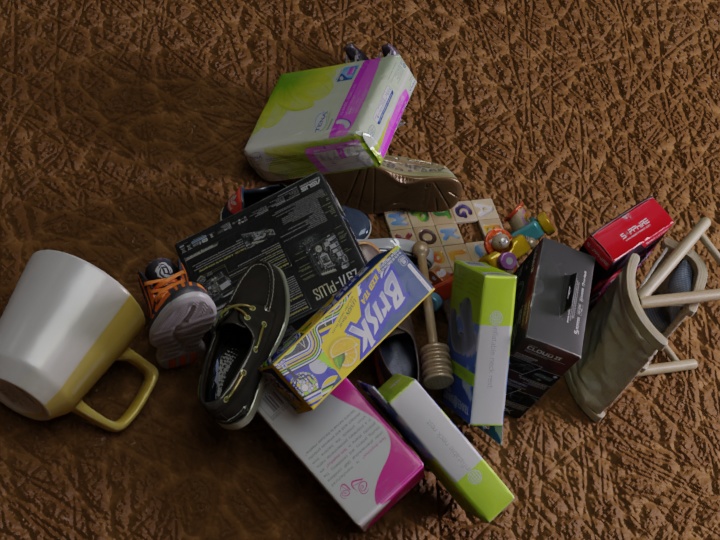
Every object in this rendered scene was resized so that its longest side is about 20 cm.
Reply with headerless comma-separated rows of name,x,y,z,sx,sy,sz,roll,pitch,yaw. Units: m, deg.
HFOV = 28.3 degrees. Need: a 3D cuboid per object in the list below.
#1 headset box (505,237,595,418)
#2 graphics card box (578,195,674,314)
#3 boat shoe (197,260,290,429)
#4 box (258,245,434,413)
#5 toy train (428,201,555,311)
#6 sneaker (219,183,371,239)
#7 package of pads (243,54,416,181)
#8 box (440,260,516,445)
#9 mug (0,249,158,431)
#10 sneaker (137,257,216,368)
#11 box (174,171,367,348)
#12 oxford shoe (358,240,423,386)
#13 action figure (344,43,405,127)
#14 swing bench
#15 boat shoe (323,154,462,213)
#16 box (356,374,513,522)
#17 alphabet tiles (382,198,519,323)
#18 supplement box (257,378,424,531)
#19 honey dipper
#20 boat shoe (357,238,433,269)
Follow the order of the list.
headset box,0.213,0.068,1.746,0.077,0.200,0.149,21,55,-10
graphics card box,0.307,0.001,1.830,0.125,0.200,0.051,-30,71,-34
boat shoe,-0.130,0.074,1.595,0.072,0.061,0.202,-1,63,26
box,-0.015,0.064,1.577,0.200,0.064,0.070,-44,98,-21
toy train,0.160,-0.026,1.824,0.200,0.150,0.056,-36,97,-41
sneaker,-0.075,-0.070,1.814,0.199,0.085,0.075,1,57,-19
package of pads,-0.041,-0.193,1.845,0.068,0.200,0.155,52,48,-37
box,0.139,0.096,1.697,0.047,0.122,0.201,3,97,-14
mug,-0.325,0.089,1.588,0.186,0.150,0.153,26,61,6
sneaker,-0.217,0.030,1.610,0.077,0.200,0.112,-14,71,-18
box,-0.095,0.005,1.702,0.200,0.086,0.164,-27,66,2
oxford shoe,0.034,0.056,1.734,0.071,0.073,0.201,-20,87,-10
action figure,0.007,-0.231,1.945,0.130,0.069,0.200,-12,40,19
swing bench,0.364,0.063,1.810,0.200,0.199,0.130,-23,67,-31
boat shoe,0.034,-0.119,1.900,0.199,0.073,0.063,7,32,-21
box,0.083,0.192,1.632,0.048,0.122,0.200,-40,94,-8
alphabet tiles,0.134,-0.006,1.893,0.167,0.008,0.200,-7,60,-24
supplement box,-0.028,0.188,1.629,0.101,0.103,0.200,-40,75,-7
honey dipper,0.085,0.050,1.749,0.038,0.038,0.201,6,55,-16
boat shoe,0.001,-0.001,1.802,0.199,0.074,0.068,5,64,-24
